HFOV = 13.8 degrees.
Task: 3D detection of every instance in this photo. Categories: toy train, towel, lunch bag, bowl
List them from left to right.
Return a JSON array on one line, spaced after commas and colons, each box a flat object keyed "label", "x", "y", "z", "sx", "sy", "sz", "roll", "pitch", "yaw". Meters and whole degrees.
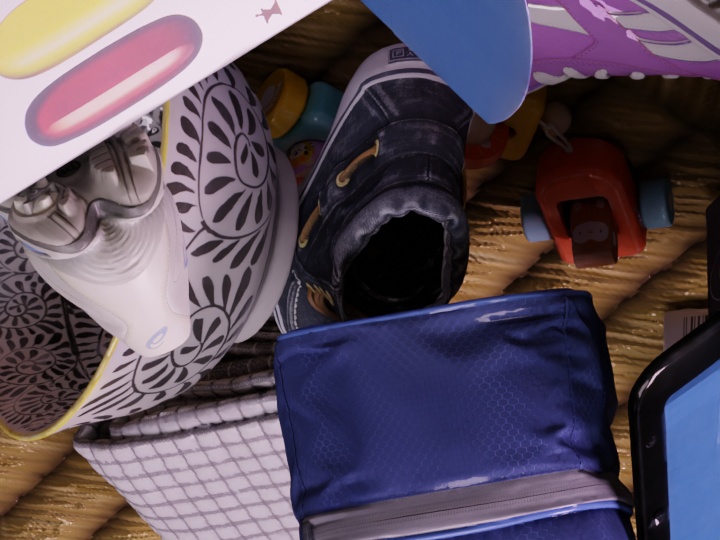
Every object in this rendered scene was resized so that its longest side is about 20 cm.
[{"label": "bowl", "x": -0.087, "y": -0.021, "z": 1.269, "sx": 0.094, "sy": 0.202, "sz": 0.201, "roll": 11, "pitch": 144, "yaw": -27}, {"label": "towel", "x": -0.017, "y": 0.086, "z": 1.468, "sx": 0.199, "sy": 0.086, "sz": 0.166, "roll": -12, "pitch": 136, "yaw": 25}, {"label": "toy train", "x": 0.035, "y": -0.034, "z": 1.329, "sx": 0.199, "sy": 0.056, "sz": 0.151, "roll": -4, "pitch": 140, "yaw": 13}, {"label": "lunch bag", "x": 0.044, "y": 0.090, "z": 1.233, "sx": 0.135, "sy": 0.133, "sz": 0.200, "roll": -9, "pitch": 171, "yaw": 8}]

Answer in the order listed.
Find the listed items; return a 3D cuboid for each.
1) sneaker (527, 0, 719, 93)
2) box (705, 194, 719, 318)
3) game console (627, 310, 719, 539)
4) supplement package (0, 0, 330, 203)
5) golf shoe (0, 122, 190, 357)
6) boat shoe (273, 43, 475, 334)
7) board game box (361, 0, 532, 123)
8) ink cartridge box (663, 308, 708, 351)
[{"label": "sneaker", "x": 0.113, "y": -0.104, "z": 1.225, "sx": 0.200, "sy": 0.073, "sz": 0.114, "roll": 23, "pitch": 144, "yaw": -3}, {"label": "box", "x": 0.241, "y": -0.013, "z": 1.260, "sx": 0.114, "sy": 0.133, "sz": 0.200, "roll": 18, "pitch": 140, "yaw": -17}, {"label": "game console", "x": 0.207, "y": 0.074, "z": 1.163, "sx": 0.175, "sy": 0.117, "sz": 0.200, "roll": 13, "pitch": 147, "yaw": 16}, {"label": "supplement package", "x": -0.102, "y": -0.126, "z": 1.066, "sx": 0.200, "sy": 0.110, "sz": 0.114, "roll": -33, "pitch": 125, "yaw": -9}, {"label": "golf shoe", "x": -0.114, "y": -0.039, "z": 1.141, "sx": 0.078, "sy": 0.200, "sz": 0.097, "roll": -25, "pitch": 126, "yaw": 0}, {"label": "boat shoe", "x": 0.000, "y": 0.000, "z": 1.261, "sx": 0.070, "sy": 0.091, "sz": 0.201, "roll": 9, "pitch": 141, "yaw": -8}, {"label": "board game box", "x": 0.019, "y": -0.155, "z": 1.120, "sx": 0.039, "sy": 0.200, "sz": 0.158, "roll": -31, "pitch": 143, "yaw": -18}, {"label": "ink cartridge box", "x": 0.244, "y": 0.084, "z": 1.460, "sx": 0.159, "sy": 0.047, "sz": 0.200, "roll": -5, "pitch": 145, "yaw": 15}]
